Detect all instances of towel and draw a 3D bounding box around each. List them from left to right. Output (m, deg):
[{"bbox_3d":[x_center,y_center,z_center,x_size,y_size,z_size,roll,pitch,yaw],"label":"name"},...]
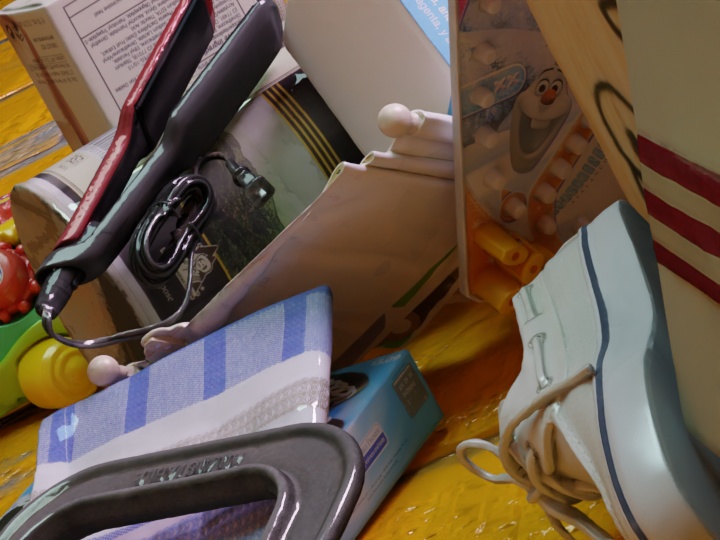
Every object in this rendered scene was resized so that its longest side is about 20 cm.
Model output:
[{"bbox_3d":[-0.076,0.096,1.103,0.147,0.024,0.200,-26,32,23],"label":"towel"}]

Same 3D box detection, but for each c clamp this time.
[{"bbox_3d":[-0.077,0.116,1.022,0.199,0.027,0.171,-9,39,38],"label":"c clamp"}]

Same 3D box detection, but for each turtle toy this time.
[{"bbox_3d":[-0.189,0.021,1.537,0.200,0.101,0.146,-37,17,-30],"label":"turtle toy"}]

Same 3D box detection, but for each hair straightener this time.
[{"bbox_3d":[-0.078,-0.043,1.234,0.077,0.041,0.200,14,52,21],"label":"hair straightener"}]

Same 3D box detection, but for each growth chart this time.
[{"bbox_3d":[0.000,0.000,1.199,0.200,0.018,0.144,-41,-34,26],"label":"growth chart"}]

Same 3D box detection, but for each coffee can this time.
[{"bbox_3d":[-0.040,-0.029,1.341,0.200,0.147,0.146,-33,15,-16],"label":"coffee can"}]

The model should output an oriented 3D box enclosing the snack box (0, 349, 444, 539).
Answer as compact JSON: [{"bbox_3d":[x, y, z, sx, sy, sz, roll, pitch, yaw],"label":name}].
[{"bbox_3d":[-0.073,0.098,1.185,0.200,0.037,0.116,-18,20,35],"label":"snack box"}]

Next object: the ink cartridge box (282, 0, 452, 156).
[{"bbox_3d":[0.085,-0.129,1.241,0.200,0.125,0.129,-27,-25,-19],"label":"ink cartridge box"}]

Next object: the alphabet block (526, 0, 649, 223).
[{"bbox_3d":[0.190,-0.086,1.001,0.196,0.200,0.195,-32,14,-11],"label":"alphabet block"}]

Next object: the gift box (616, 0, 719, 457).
[{"bbox_3d":[0.187,-0.012,0.810,0.184,0.201,0.187,-17,11,-6],"label":"gift box"}]

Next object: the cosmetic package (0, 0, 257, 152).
[{"bbox_3d":[-0.083,-0.068,1.447,0.103,0.200,0.087,-32,14,-19],"label":"cosmetic package"}]

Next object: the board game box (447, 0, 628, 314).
[{"bbox_3d":[0.123,-0.098,1.155,0.199,0.201,0.026,-25,42,-25],"label":"board game box"}]

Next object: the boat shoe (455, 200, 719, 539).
[{"bbox_3d":[0.075,0.052,0.970,0.086,0.075,0.202,-36,26,16],"label":"boat shoe"}]

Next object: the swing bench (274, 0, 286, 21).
[{"bbox_3d":[0.019,-0.136,1.489,0.199,0.199,0.130,-24,15,18],"label":"swing bench"}]
